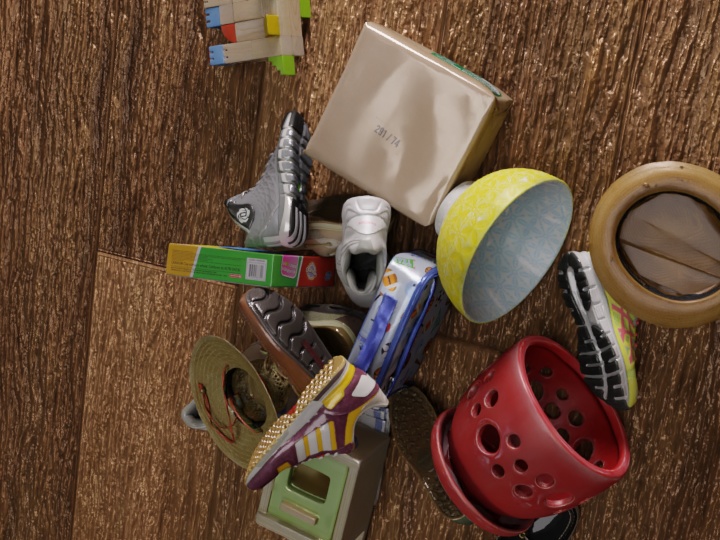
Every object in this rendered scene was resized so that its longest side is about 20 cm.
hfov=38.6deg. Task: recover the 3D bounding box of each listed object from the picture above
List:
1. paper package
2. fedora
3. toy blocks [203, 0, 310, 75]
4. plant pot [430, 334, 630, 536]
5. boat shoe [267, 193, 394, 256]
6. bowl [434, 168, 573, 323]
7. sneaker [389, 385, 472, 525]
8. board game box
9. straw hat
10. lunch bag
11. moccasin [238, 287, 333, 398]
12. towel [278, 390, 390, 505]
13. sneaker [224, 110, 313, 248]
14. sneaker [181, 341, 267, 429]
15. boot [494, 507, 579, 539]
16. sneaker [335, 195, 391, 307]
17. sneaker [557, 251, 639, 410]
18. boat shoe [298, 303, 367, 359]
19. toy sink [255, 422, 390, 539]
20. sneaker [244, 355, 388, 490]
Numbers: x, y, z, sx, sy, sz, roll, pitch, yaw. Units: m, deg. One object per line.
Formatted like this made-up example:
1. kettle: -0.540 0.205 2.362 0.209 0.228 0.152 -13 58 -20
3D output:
1. paper package: 0.060 -0.184 1.304 0.199 0.103 0.192 32 109 15
2. fedora: 0.370 -0.032 1.209 0.198 0.082 0.204 2 97 18
3. toy blocks: -0.150 -0.357 1.377 0.135 0.100 0.203 0 99 33
4. plant pot: 0.201 0.209 1.261 0.182 0.200 0.201 -43 82 31
5. boat shoe: -0.046 -0.056 1.390 0.197 0.073 0.066 -1 127 19
6. bowl: 0.154 -0.047 1.252 0.107 0.199 0.202 38 111 32
7. sneaker: 0.104 0.252 1.368 0.067 0.090 0.201 -34 54 9
8. board game box: -0.140 -0.006 1.357 0.151 0.200 0.041 6 92 20
9. straw hat: -0.135 0.157 1.336 0.200 0.085 0.203 28 130 39
10. lunch bag: 0.049 0.075 1.316 0.075 0.160 0.202 26 106 17
11. moccasin: -0.080 0.107 1.263 0.202 0.074 0.077 47 132 -13
12. towel: -0.054 0.239 1.457 0.198 0.024 0.149 13 105 22
13. sneaker: -0.128 -0.119 1.365 0.114 0.075 0.202 -9 60 20
14. sneaker: -0.177 0.167 1.428 0.200 0.099 0.078 -49 61 30
15. boot: 0.192 0.374 1.308 0.200 0.150 0.073 -45 81 22
16. sneaker: 0.000 0.000 1.316 0.077 0.201 0.100 2 55 5
17. sneaker: 0.311 0.068 1.249 0.078 0.089 0.203 -14 89 65
18. boat shoe: -0.055 0.080 1.389 0.199 0.065 0.074 7 126 53
19. toy sink: -0.058 0.306 1.397 0.129 0.112 0.203 21 108 20
20. sneaker: -0.053 0.199 1.205 0.090 0.075 0.200 38 106 -10
